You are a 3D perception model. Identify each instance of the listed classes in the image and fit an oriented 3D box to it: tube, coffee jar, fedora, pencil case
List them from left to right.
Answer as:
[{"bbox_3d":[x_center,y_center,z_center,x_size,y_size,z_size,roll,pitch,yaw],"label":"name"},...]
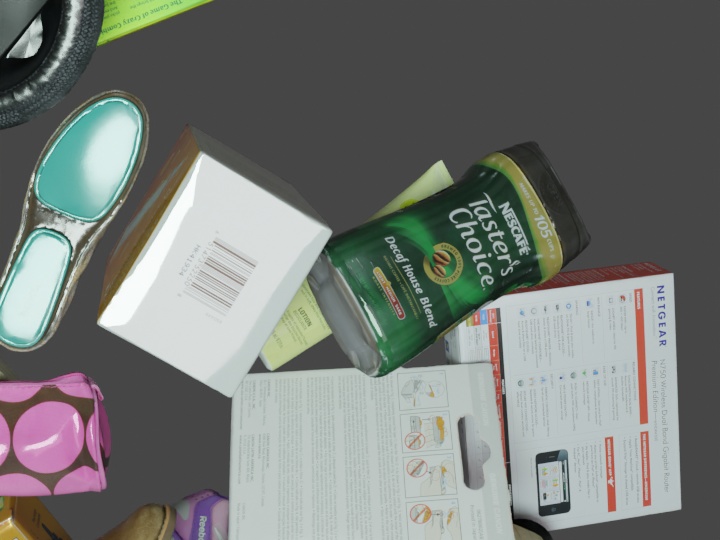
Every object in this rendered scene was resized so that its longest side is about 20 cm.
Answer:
[{"bbox_3d":[-0.253,-0.188,0.774,0.199,0.092,0.202,0,106,0],"label":"fedora"},{"bbox_3d":[-0.276,0.112,0.854,0.198,0.091,0.094,0,94,-13],"label":"pencil case"},{"bbox_3d":[0.000,0.000,0.929,0.199,0.052,0.058,-33,144,-10],"label":"tube"},{"bbox_3d":[0.067,-0.012,0.884,0.199,0.085,0.105,-29,87,-21],"label":"coffee jar"}]

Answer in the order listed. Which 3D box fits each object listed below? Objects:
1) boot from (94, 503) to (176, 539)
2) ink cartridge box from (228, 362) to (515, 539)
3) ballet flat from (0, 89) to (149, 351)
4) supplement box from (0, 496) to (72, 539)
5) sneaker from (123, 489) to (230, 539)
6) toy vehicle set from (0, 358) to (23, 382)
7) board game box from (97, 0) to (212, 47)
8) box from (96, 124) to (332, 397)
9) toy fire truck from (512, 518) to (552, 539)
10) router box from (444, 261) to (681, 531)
[{"bbox_3d":[-0.211,0.220,0.835,0.200,0.074,0.075,-42,107,7],"label":"boot"},{"bbox_3d":[0.004,0.147,0.890,0.198,0.162,0.050,-2,140,-1],"label":"ink cartridge box"},{"bbox_3d":[-0.210,-0.039,0.871,0.068,0.067,0.201,29,94,-8],"label":"ballet flat"},{"bbox_3d":[-0.227,0.254,0.915,0.069,0.067,0.201,-30,113,-1],"label":"supplement box"},{"bbox_3d":[-0.103,0.254,0.951,0.088,0.080,0.201,-34,112,-27],"label":"sneaker"},{"bbox_3d":[-0.331,0.090,0.896,0.124,0.027,0.200,-41,105,0],"label":"toy vehicle set"},{"bbox_3d":[-0.156,-0.224,0.854,0.199,0.048,0.102,-23,105,-5],"label":"board game box"},{"bbox_3d":[-0.103,-0.015,0.826,0.097,0.200,0.125,31,94,-14],"label":"box"},{"bbox_3d":[0.025,0.255,0.934,0.199,0.129,0.177,23,123,6],"label":"toy fire truck"},{"bbox_3d":[0.162,0.105,0.977,0.178,0.049,0.202,-6,102,-9],"label":"router box"}]
